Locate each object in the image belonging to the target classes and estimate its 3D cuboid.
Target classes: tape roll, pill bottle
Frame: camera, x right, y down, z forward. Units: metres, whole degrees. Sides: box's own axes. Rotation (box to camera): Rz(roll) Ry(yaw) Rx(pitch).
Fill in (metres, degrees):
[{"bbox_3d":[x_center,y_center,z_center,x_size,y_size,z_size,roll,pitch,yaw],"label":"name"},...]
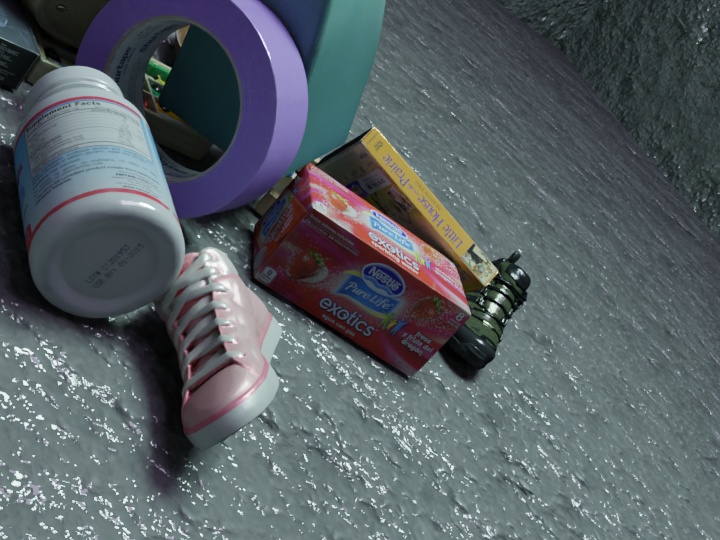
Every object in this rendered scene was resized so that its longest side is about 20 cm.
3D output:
[{"bbox_3d":[-0.148,-0.148,0.975,0.200,0.200,0.066,46,21,9],"label":"tape roll"},{"bbox_3d":[-0.203,-0.067,0.854,0.109,0.109,0.200,25,27,-38],"label":"pill bottle"}]

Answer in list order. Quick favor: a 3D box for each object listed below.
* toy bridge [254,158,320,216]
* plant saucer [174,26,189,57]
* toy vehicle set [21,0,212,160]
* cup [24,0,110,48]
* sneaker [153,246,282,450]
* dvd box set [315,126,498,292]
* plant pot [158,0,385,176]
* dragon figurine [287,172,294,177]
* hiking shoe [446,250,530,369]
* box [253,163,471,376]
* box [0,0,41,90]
[{"bbox_3d":[-0.066,-0.083,1.233,0.067,0.027,0.200,40,21,-10],"label":"toy bridge"},{"bbox_3d":[-0.143,-0.215,1.336,0.200,0.034,0.201,36,24,-19],"label":"plant saucer"},{"bbox_3d":[-0.245,-0.191,1.124,0.200,0.027,0.124,23,29,-40],"label":"toy vehicle set"},{"bbox_3d":[-0.246,-0.293,1.059,0.200,0.200,0.144,22,56,-42],"label":"cup"},{"bbox_3d":[-0.113,0.048,0.819,0.105,0.075,0.200,54,11,-15],"label":"sneaker"},{"bbox_3d":[0.043,-0.054,1.206,0.200,0.029,0.146,48,-22,-9],"label":"dvd box set"},{"bbox_3d":[-0.065,-0.216,1.042,0.141,0.200,0.141,38,37,13],"label":"plant pot"},{"bbox_3d":[-0.101,-0.122,1.173,0.201,0.059,0.100,-82,150,-46],"label":"dragon figurine"},{"bbox_3d":[0.142,0.034,1.272,0.076,0.101,0.200,38,22,-9],"label":"hiking shoe"},{"bbox_3d":[0.000,0.000,1.098,0.200,0.096,0.100,34,22,-22],"label":"box"},{"bbox_3d":[-0.386,-0.250,0.968,0.200,0.044,0.161,21,30,-43],"label":"box"}]
